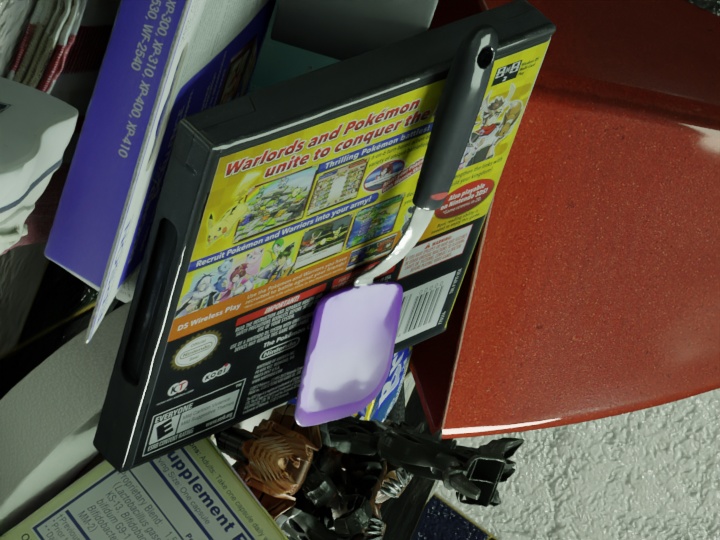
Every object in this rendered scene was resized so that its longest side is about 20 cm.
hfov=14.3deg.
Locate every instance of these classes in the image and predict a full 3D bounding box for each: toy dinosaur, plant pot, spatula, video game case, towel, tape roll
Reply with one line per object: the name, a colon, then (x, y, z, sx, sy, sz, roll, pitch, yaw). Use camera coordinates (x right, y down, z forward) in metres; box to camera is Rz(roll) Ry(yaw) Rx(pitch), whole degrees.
toy dinosaur: (-0.012, 0.104, 1.303, 0.102, 0.135, 0.200, -71, 167, 17)
plant pot: (0.122, -0.042, 1.447, 0.200, 0.176, 0.200, -109, -153, -59)
spatula: (0.020, -0.019, 1.215, 0.056, 0.021, 0.200, -10, 135, -44)
video game case: (-0.016, -0.016, 1.220, 0.200, 0.025, 0.181, -22, 144, -39)
towel: (-0.105, -0.100, 1.172, 0.144, 0.023, 0.201, -31, 144, -78)
tape roll: (-0.109, 0.076, 1.313, 0.203, 0.037, 0.203, -36, 161, -14)
tape roll: (0.019, -0.188, 1.253, 0.200, 0.066, 0.201, -163, -90, -87)

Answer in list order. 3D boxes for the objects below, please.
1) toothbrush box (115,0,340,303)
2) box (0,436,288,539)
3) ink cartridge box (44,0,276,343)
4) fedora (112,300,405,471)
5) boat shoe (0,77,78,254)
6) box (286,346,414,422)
toothbrush box: (-0.044, -0.081, 1.392, 0.200, 0.085, 0.147, -61, 170, -22)
box: (-0.130, 0.181, 1.300, 0.200, 0.097, 0.176, -35, 163, -14)
ink cartridge box: (-0.073, -0.097, 1.162, 0.200, 0.043, 0.199, -62, 172, -64)
fedora: (-0.073, 0.070, 1.527, 0.092, 0.201, 0.201, -21, -148, 51)
boat shoe: (-0.148, -0.024, 0.968, 0.200, 0.072, 0.066, -68, 176, -78)
box: (0.000, 0.000, 1.382, 0.070, 0.064, 0.200, -56, 166, -48)
